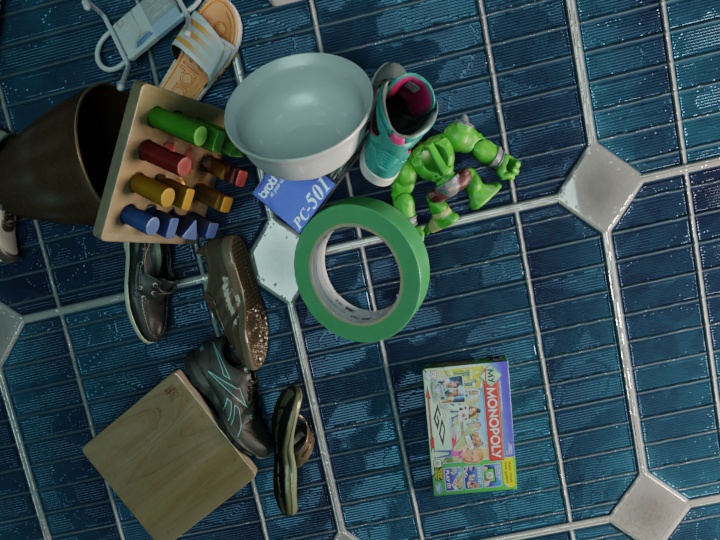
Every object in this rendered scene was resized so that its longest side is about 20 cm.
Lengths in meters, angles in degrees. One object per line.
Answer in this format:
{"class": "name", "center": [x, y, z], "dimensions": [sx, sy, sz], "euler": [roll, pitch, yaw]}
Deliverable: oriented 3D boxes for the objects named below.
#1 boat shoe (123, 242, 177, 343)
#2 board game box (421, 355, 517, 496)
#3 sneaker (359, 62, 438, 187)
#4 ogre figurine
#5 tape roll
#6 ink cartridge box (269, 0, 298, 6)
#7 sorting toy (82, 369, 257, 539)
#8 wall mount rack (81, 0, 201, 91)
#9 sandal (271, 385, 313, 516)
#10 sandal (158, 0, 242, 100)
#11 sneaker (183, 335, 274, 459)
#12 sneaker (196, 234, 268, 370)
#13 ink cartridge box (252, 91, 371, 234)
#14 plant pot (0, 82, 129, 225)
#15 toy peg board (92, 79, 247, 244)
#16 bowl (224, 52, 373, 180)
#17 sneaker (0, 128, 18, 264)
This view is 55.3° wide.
{"class": "boat shoe", "center": [-0.304, 0.006, 1.021], "dimensions": [0.064, 0.074, 0.206], "euler": [-2, 90, 21]}
{"class": "board game box", "center": [0.168, 0.240, 1.059], "dimensions": [0.130, 0.029, 0.207], "euler": [-6, 98, 5]}
{"class": "sneaker", "center": [0.051, -0.224, 0.903], "dimensions": [0.082, 0.121, 0.205], "euler": [17, 58, -17]}
{"class": "ogre figurine", "center": [0.120, -0.132, 0.970], "dimensions": [0.197, 0.099, 0.121], "euler": [-27, 107, 20]}
{"class": "tape roll", "center": [0.000, 0.000, 0.985], "dimensions": [0.195, 0.048, 0.207], "euler": [8, 112, 20]}
{"class": "ink cartridge box", "center": [-0.078, -0.485, 0.930], "dimensions": [0.141, 0.084, 0.206], "euler": [-11, 98, 5]}
{"class": "sorting toy", "center": [-0.287, 0.283, 1.066], "dimensions": [0.198, 0.070, 0.201], "euler": [-37, 96, 9]}
{"class": "wall mount rack", "center": [-0.299, -0.337, 0.948], "dimensions": [0.198, 0.074, 0.176], "euler": [-34, 72, 10]}
{"class": "sandal", "center": [-0.102, 0.275, 1.063], "dimensions": [0.056, 0.080, 0.208], "euler": [-3, 102, -22]}
{"class": "sandal", "center": [-0.239, -0.292, 0.980], "dimensions": [0.078, 0.059, 0.210], "euler": [32, 98, -2]}
{"class": "sneaker", "center": [-0.185, 0.193, 1.045], "dimensions": [0.078, 0.075, 0.202], "euler": [-35, 94, 3]}
{"class": "sneaker", "center": [-0.194, 0.050, 1.038], "dimensions": [0.073, 0.070, 0.206], "euler": [-8, 95, 23]}
{"class": "ink cartridge box", "center": [-0.062, -0.163, 1.000], "dimensions": [0.093, 0.044, 0.202], "euler": [38, 99, -2]}
{"class": "plant pot", "center": [-0.411, -0.142, 0.965], "dimensions": [0.194, 0.187, 0.193], "euler": [-10, 99, 18]}
{"class": "toy peg board", "center": [-0.230, -0.121, 0.925], "dimensions": [0.096, 0.199, 0.204], "euler": [23, 100, 22]}
{"class": "bowl", "center": [-0.074, -0.187, 0.909], "dimensions": [0.195, 0.205, 0.091], "euler": [-8, 143, 4]}
{"class": "sneaker", "center": [-0.536, -0.112, 1.019], "dimensions": [0.077, 0.074, 0.207], "euler": [-8, 98, -1]}
